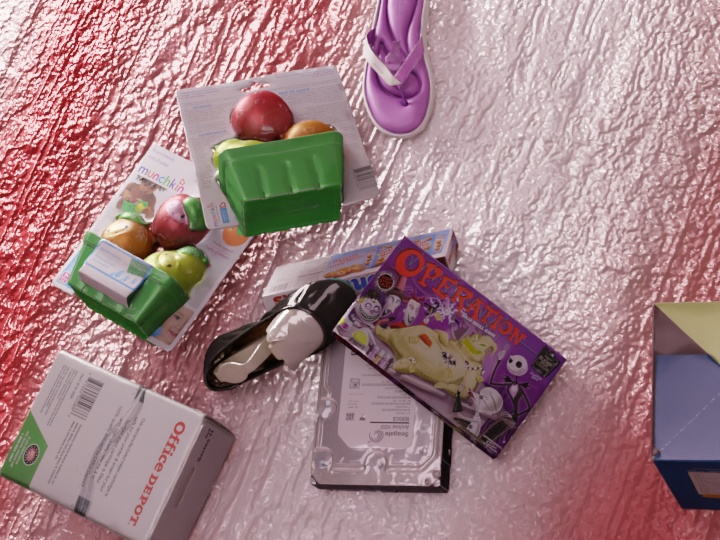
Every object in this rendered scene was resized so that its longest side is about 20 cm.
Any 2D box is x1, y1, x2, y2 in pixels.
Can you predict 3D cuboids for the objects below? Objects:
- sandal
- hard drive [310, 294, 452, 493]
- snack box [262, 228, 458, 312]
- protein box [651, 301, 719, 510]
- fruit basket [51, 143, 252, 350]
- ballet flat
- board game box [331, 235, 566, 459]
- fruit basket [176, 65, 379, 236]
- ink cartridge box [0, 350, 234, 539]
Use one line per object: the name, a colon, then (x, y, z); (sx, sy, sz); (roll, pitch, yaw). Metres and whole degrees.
sandal: (0.036, -0.241, 1.521); (0.082, 0.050, 0.204); (-7, 68, 18)
hard drive: (0.025, 0.120, 1.397); (0.138, 0.038, 0.202); (-1, 71, 20)
snack box: (0.000, 0.000, 1.435); (0.198, 0.024, 0.072); (-12, 22, 16)
protein box: (0.358, 0.120, 1.181); (0.197, 0.200, 0.136); (-2, 70, 20)
fruit basket: (-0.218, -0.032, 1.514); (0.184, 0.094, 0.201); (27, 78, 27)
ballet flat: (-0.085, 0.076, 1.408); (0.199, 0.068, 0.069); (-31, 18, 33)
board game box: (0.085, 0.074, 1.350); (0.199, 0.032, 0.120); (37, 76, 5)
fruit basket: (-0.092, -0.132, 1.493); (0.184, 0.094, 0.201); (-11, 48, -10)
ink cartridge box: (-0.250, 0.190, 1.445); (0.199, 0.083, 0.148); (21, 78, 26)
